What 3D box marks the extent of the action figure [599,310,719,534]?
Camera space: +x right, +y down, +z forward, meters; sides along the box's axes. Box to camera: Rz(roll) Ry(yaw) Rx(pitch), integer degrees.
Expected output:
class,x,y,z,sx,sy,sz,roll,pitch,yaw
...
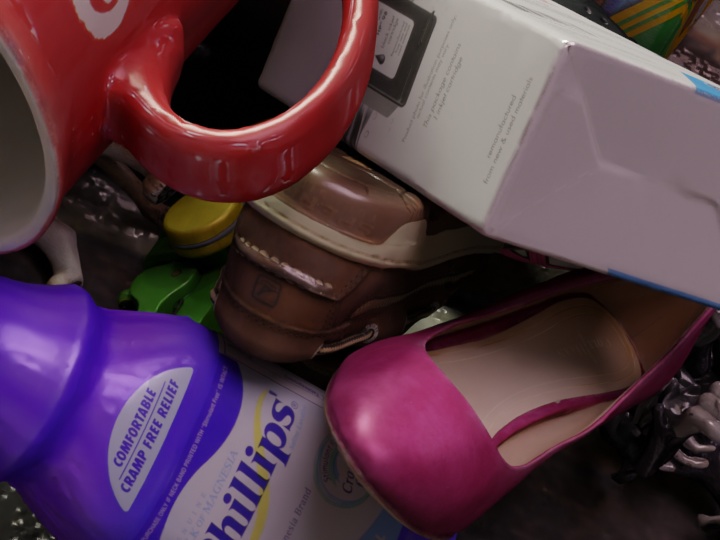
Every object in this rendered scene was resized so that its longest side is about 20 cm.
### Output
class,x,y,z,sx,sy,sz,roll,pitch,yaw
action figure,0.151,0.068,0.929,0.118,0.102,0.200,-14,63,-32

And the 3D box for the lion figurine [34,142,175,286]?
class,x,y,z,sx,sy,sz,roll,pitch,yaw
lion figurine,-0.156,-0.037,0.888,0.122,0.073,0.200,41,25,17

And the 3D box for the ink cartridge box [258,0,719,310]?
class,x,y,z,sx,sy,sz,roll,pitch,yaw
ink cartridge box,0.048,-0.060,0.872,0.115,0.067,0.200,16,12,-33

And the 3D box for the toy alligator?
class,x,y,z,sx,sy,sz,roll,pitch,yaw
toy alligator,-0.059,0.005,0.916,0.054,0.059,0.200,2,40,38

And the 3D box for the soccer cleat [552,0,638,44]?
class,x,y,z,sx,sy,sz,roll,pitch,yaw
soccer cleat,0.105,-0.068,1.047,0.200,0.068,0.081,32,40,4

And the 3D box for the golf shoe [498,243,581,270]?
class,x,y,z,sx,sy,sz,roll,pitch,yaw
golf shoe,0.099,-0.028,0.974,0.200,0.073,0.092,18,-3,39

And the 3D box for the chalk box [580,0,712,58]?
class,x,y,z,sx,sy,sz,roll,pitch,yaw
chalk box,0.131,-0.200,1.073,0.124,0.200,0.124,37,46,6

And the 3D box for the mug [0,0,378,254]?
class,x,y,z,sx,sy,sz,roll,pitch,yaw
mug,-0.073,-0.103,0.811,0.178,0.133,0.200,45,55,-5

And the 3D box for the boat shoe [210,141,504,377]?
class,x,y,z,sx,sy,sz,roll,pitch,yaw
boat shoe,-0.006,-0.003,0.868,0.075,0.075,0.202,27,8,16

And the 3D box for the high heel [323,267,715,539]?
class,x,y,z,sx,sy,sz,roll,pitch,yaw
high heel,0.059,0.031,0.819,0.068,0.096,0.200,58,20,13

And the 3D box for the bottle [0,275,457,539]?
class,x,y,z,sx,sy,sz,roll,pitch,yaw
bottle,-0.064,0.057,0.814,0.200,0.065,0.084,31,77,-24

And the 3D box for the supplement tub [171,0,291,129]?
class,x,y,z,sx,sy,sz,roll,pitch,yaw
supplement tub,-0.053,-0.150,1.006,0.107,0.107,0.201,16,48,-14
